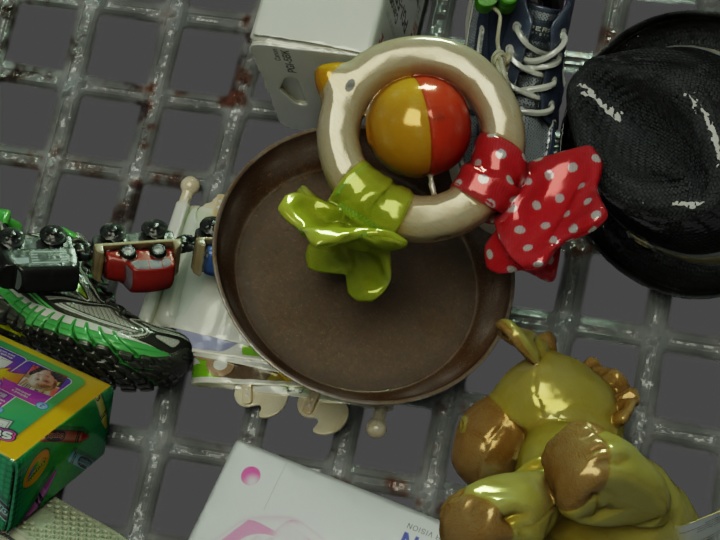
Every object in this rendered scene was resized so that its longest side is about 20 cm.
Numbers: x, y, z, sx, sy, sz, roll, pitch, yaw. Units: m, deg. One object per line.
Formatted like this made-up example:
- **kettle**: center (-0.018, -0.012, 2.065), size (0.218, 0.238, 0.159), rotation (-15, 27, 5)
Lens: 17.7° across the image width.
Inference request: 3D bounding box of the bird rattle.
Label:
- **bird rattle**: center (0.047, -0.067, 1.423), size (0.199, 0.113, 0.164), rotation (-12, 82, 3)

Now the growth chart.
- **growth chart**: center (-0.056, 0.027, 1.541), size (0.200, 0.018, 0.145), rotation (18, 74, 16)

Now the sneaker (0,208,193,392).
- **sneaker**: center (-0.193, 0.015, 1.533), size (0.200, 0.078, 0.085), rotation (26, 73, 22)

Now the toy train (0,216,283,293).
- **toy train**: center (-0.141, -0.008, 1.505), size (0.199, 0.034, 0.046), rotation (-4, 48, -17)

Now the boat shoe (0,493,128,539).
- **boat shoe**: center (-0.189, 0.194, 1.461), size (0.200, 0.062, 0.075), rotation (30, 32, 32)

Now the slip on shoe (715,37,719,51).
- **slip on shoe**: center (0.255, -0.135, 1.525), size (0.074, 0.061, 0.200), rotation (24, 81, 15)

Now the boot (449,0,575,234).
- **boot**: center (0.103, -0.128, 1.520), size (0.073, 0.090, 0.201), rotation (6, 64, -14)

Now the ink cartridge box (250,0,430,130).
- **ink cartridge box**: center (0.000, -0.205, 1.552), size (0.083, 0.147, 0.201), rotation (10, 72, 12)

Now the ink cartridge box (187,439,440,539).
- **ink cartridge box**: center (-0.031, 0.231, 1.446), size (0.196, 0.043, 0.200), rotation (20, 72, 16)

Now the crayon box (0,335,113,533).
- **crayon box**: center (-0.276, 0.084, 1.500), size (0.200, 0.058, 0.119), rotation (23, 30, 17)

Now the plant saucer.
- **plant saucer**: center (0.000, 0.000, 1.501), size (0.200, 0.035, 0.201), rotation (6, 64, -11)

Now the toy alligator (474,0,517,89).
- **toy alligator**: center (0.092, -0.210, 1.485), size (0.054, 0.059, 0.201), rotation (-12, 79, -5)

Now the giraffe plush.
- **giraffe plush**: center (0.118, 0.116, 1.393), size (0.199, 0.173, 0.162), rotation (-15, 46, -15)

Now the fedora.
- **fedora**: center (0.195, -0.082, 1.465), size (0.200, 0.092, 0.201), rotation (-7, 77, 32)
